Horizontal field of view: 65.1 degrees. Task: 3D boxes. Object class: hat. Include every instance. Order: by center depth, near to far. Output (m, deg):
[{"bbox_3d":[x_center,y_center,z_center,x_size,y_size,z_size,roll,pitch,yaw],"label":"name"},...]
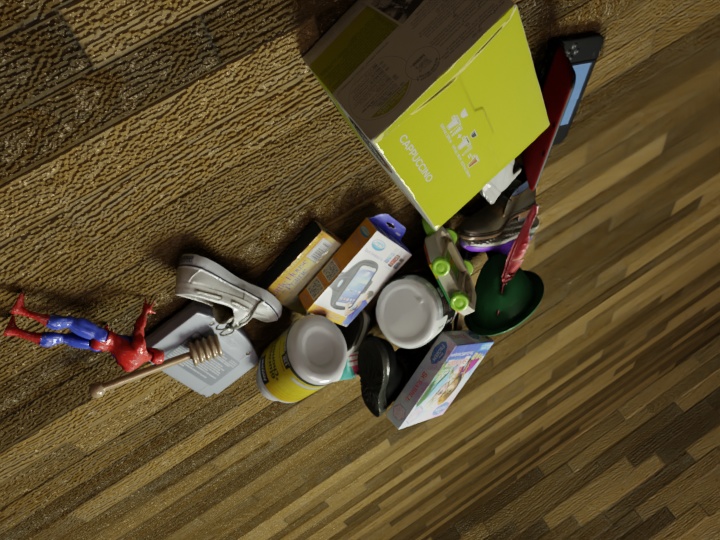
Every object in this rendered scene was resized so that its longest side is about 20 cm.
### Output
[{"bbox_3d":[0.248,-0.008,1.072,0.199,0.165,0.178,-40,118,-7],"label":"hat"}]

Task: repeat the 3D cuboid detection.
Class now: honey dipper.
[{"bbox_3d":[-0.304,0.146,0.843,0.194,0.038,0.039,-20,141,-19],"label":"honey dipper"}]

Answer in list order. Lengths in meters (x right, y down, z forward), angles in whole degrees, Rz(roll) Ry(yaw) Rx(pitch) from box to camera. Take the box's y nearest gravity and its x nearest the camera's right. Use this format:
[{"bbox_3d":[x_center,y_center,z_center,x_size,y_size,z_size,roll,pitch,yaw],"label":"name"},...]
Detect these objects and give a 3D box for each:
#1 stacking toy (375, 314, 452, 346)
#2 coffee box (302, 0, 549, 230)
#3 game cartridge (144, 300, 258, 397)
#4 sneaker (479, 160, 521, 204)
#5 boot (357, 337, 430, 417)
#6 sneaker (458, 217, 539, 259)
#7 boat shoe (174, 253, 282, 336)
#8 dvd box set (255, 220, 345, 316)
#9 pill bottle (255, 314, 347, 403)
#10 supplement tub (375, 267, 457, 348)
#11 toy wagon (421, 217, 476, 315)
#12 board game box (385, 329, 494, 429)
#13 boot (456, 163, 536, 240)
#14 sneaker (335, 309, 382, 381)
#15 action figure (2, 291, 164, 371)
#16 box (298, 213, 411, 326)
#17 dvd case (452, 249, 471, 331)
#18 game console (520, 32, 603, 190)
[{"bbox_3d":[0.105,0.108,1.170,0.197,0.086,0.086,22,116,-41],"label":"stacking toy"},{"bbox_3d":[0.082,-0.218,0.693,0.199,0.200,0.199,-40,143,7],"label":"coffee box"},{"bbox_3d":[-0.254,0.130,0.925,0.131,0.041,0.201,-33,143,0],"label":"game cartridge"},{"bbox_3d":[0.206,-0.186,0.934,0.087,0.076,0.198,-40,153,16],"label":"sneaker"},{"bbox_3d":[0.074,0.169,1.071,0.155,0.079,0.215,-30,146,-24],"label":"boot"},{"bbox_3d":[0.272,-0.052,1.133,0.194,0.070,0.101,-13,140,-28],"label":"sneaker"},{"bbox_3d":[-0.194,0.057,0.833,0.072,0.089,0.201,-2,155,31],"label":"boat shoe"},{"bbox_3d":[-0.065,0.014,0.958,0.146,0.030,0.199,-45,143,10],"label":"dvd box set"},{"bbox_3d":[-0.111,0.161,0.969,0.109,0.116,0.199,-5,159,-34],"label":"pill bottle"},{"bbox_3d":[0.113,0.062,1.039,0.124,0.122,0.199,-51,166,20],"label":"supplement tub"},{"bbox_3d":[0.154,-0.024,1.008,0.039,0.156,0.204,-25,104,23],"label":"toy wagon"},{"bbox_3d":[0.161,0.209,1.107,0.197,0.041,0.203,5,121,-56],"label":"board game box"},{"bbox_3d":[0.255,-0.131,1.047,0.196,0.074,0.100,-26,133,-29],"label":"boot"},{"bbox_3d":[0.009,0.145,1.111,0.117,0.085,0.203,-4,140,-29],"label":"sneaker"},{"bbox_3d":[-0.357,0.072,0.766,0.196,0.100,0.066,26,119,-26],"label":"action figure"},{"bbox_3d":[0.000,0.000,0.940,0.200,0.042,0.118,-47,143,14],"label":"box"},{"bbox_3d":[0.207,0.080,1.176,0.015,0.152,0.204,7,138,8],"label":"dvd case"},{"bbox_3d":[0.338,-0.259,0.926,0.167,0.120,0.204,-17,140,-24],"label":"game console"}]
